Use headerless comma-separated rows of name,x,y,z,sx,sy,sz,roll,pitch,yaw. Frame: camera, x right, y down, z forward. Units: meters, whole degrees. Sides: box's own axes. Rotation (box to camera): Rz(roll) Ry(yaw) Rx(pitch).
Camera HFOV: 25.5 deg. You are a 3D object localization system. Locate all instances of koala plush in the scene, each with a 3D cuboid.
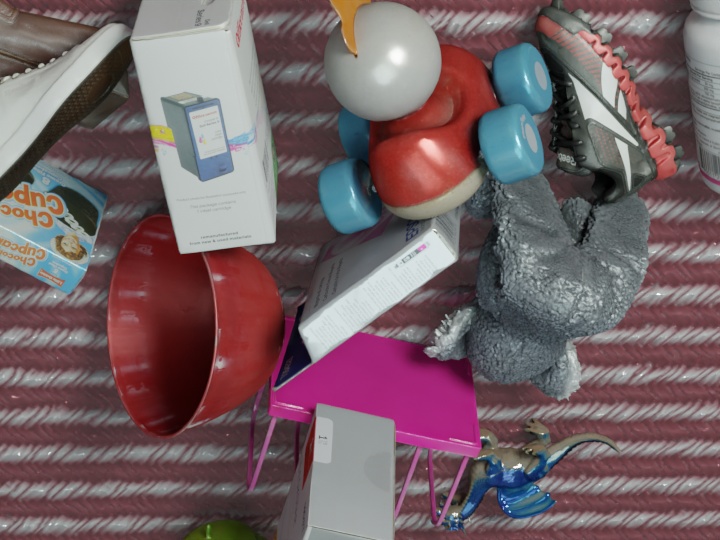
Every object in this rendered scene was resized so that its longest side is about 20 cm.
koala plush,0.153,0.030,1.446,0.176,0.184,0.200,18,130,-12

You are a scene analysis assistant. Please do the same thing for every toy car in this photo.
toy car,0.033,-0.162,1.298,0.184,0.177,0.200,-16,125,25

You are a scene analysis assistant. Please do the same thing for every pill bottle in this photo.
pill bottle,0.336,-0.172,1.353,0.113,0.114,0.201,-11,121,5

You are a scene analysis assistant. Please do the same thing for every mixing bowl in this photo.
mixing bowl,-0.139,0.048,1.442,0.108,0.200,0.201,-1,126,-37

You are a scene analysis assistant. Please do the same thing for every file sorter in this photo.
file sorter,-0.002,0.151,1.520,0.199,0.139,0.126,13,123,-10

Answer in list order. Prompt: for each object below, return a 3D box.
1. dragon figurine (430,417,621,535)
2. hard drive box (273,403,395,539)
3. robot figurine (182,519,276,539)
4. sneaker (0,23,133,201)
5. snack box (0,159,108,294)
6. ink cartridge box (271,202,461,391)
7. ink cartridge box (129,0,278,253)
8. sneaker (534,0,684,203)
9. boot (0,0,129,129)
dragon figurine,0.164,0.209,1.605,0.199,0.059,0.100,-10,121,5
hard drive box,-0.030,0.247,1.410,0.076,0.156,0.201,13,124,-8
robot figurine,-0.117,0.337,1.637,0.175,0.116,0.200,-36,115,20
sneaker,-0.275,-0.147,1.313,0.200,0.073,0.085,-43,80,6
snack box,-0.323,-0.069,1.386,0.199,0.116,0.037,29,123,-18
ink cartridge box,0.000,0.000,1.392,0.200,0.196,0.043,-35,104,15
ink cartridge box,-0.126,-0.138,1.337,0.087,0.146,0.201,-6,122,3
sneaker,0.199,-0.139,1.382,0.098,0.071,0.201,-39,117,-4
boot,-0.275,-0.220,1.332,0.199,0.064,0.187,18,126,-12
